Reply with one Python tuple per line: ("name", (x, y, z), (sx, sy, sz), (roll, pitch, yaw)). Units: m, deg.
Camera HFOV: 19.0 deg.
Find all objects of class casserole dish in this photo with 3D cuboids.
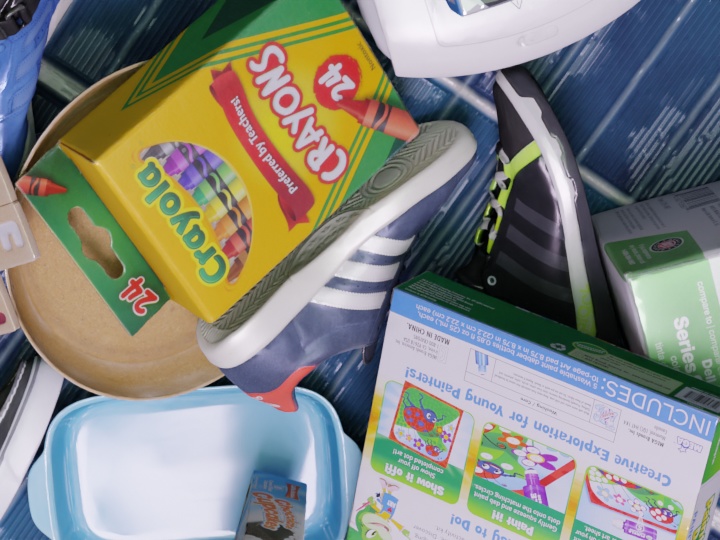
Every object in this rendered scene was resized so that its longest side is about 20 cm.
("casserole dish", (-0.098, 0.124, 1.292), (0.200, 0.039, 0.121), (-4, 103, -2))

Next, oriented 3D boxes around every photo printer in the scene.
("photo printer", (0.065, -0.213, 1.199), (0.166, 0.069, 0.200), (-19, 104, 1))

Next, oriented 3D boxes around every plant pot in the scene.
("plant pot", (-0.115, -0.025, 1.220), (0.200, 0.027, 0.200), (-11, 112, -31))

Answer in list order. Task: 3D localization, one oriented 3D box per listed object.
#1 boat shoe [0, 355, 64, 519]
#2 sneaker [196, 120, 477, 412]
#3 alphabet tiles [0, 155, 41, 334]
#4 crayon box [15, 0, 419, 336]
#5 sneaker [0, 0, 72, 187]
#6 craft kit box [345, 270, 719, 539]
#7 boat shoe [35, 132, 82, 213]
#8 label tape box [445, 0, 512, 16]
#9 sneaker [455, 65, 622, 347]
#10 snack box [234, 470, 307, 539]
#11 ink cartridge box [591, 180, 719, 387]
("boat shoe", (-0.240, 0.131, 1.272), (0.057, 0.069, 0.200), (28, 103, -14))
("sneaker", (0.000, 0.000, 1.247), (0.200, 0.075, 0.085), (-42, 120, -5))
("alphabet tiles", (-0.257, -0.050, 1.178), (0.167, 0.008, 0.200), (-15, 99, 36))
("crayon box", (-0.075, -0.063, 1.186), (0.200, 0.051, 0.127), (-44, 125, -14))
("sneaker", (-0.211, -0.118, 1.166), (0.077, 0.111, 0.200), (21, 86, 15))
("craft kit box", (0.094, 0.126, 1.191), (0.200, 0.049, 0.198), (23, 114, 24))
("boat shoe", (-0.237, -0.035, 1.236), (0.200, 0.062, 0.073), (-14, 103, 1))
("label tape box", (0.120, -0.235, 1.129), (0.200, 0.066, 0.143), (-19, 104, 2))
("sneaker", (0.093, -0.016, 1.247), (0.083, 0.072, 0.200), (-15, 104, 3))
("snack box", (-0.062, 0.199, 1.189), (0.037, 0.200, 0.116), (15, 103, -4))
("ink cartridge box", (0.244, -0.004, 1.217), (0.200, 0.145, 0.088), (-17, 104, 2))
